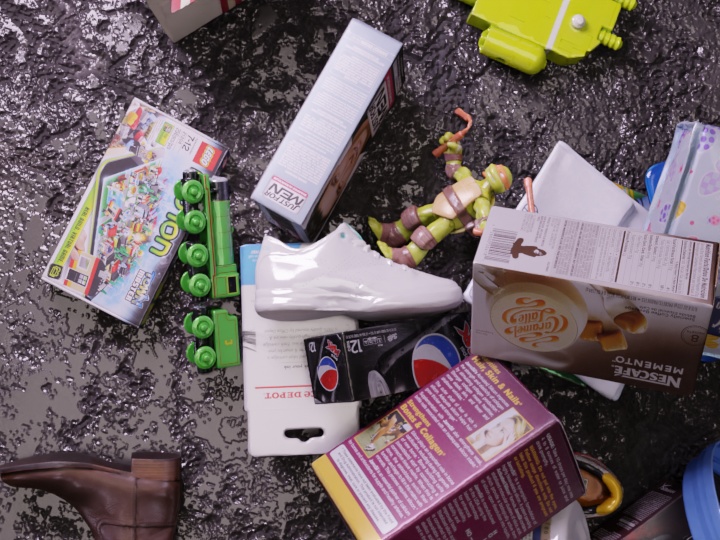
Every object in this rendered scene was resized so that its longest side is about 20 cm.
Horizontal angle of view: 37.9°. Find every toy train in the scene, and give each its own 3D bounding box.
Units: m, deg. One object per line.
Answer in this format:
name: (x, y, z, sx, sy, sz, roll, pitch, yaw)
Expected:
toy train: (-0.147, 0.001, 1.028, 0.056, 0.042, 0.204, -7, 99, -26)

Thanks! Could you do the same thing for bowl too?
bowl: (0.376, 0.265, 1.009, 0.039, 0.200, 0.202, -32, 89, 30)

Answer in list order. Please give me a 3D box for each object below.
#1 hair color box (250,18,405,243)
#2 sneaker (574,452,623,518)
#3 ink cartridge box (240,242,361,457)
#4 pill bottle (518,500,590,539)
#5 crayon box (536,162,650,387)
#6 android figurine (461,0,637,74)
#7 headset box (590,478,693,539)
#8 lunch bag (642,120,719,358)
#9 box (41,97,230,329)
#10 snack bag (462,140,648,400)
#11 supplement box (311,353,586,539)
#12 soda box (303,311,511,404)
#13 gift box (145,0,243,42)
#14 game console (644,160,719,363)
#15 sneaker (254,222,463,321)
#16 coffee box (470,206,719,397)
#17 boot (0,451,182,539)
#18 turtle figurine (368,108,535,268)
hair color box: (-0.028, -0.133, 1.035, 0.060, 0.099, 0.202, 28, 84, 9)
sneaker: (0.167, 0.200, 1.039, 0.197, 0.082, 0.079, 7, 85, -4)
ink cartridge box: (-0.060, 0.077, 1.036, 0.114, 0.067, 0.204, -1, 85, -6)
pill bottle: (0.110, 0.273, 0.986, 0.197, 0.111, 0.113, -8, 86, 23)
crayon box: (0.215, 0.003, 1.074, 0.124, 0.052, 0.203, 21, 85, -4)
android figurine: (0.192, -0.295, 1.102, 0.198, 0.041, 0.184, 24, 84, -1)
headset box: (0.277, 0.329, 1.042, 0.199, 0.077, 0.150, -32, 89, -8)
lunch bag: (0.346, -0.017, 0.960, 0.167, 0.127, 0.203, 18, 102, 5)
box: (-0.222, -0.057, 1.048, 0.109, 0.035, 0.202, 26, 84, -3)
snack bag: (0.223, 0.006, 1.032, 0.199, 0.021, 0.190, 36, 81, -9)
supplement box: (0.077, 0.184, 0.933, 0.198, 0.131, 0.104, -32, 124, -8)
soda box: (0.048, 0.080, 1.001, 0.198, 0.070, 0.064, -7, 86, -36)
gift box: (-0.171, -0.334, 0.999, 0.199, 0.187, 0.185, -38, 89, -8)
game console: (0.387, -0.024, 1.072, 0.117, 0.170, 0.203, -15, 87, 29)
sneaker: (0.000, 0.000, 0.983, 0.197, 0.075, 0.090, 2, 76, -10)
coffee box: (0.200, 0.026, 0.913, 0.197, 0.115, 0.080, 11, 46, 14)
boot: (-0.260, 0.280, 1.010, 0.183, 0.064, 0.204, 1, 90, -3)
turtle figurine: (0.088, -0.067, 1.047, 0.160, 0.065, 0.201, -31, 47, 9)
